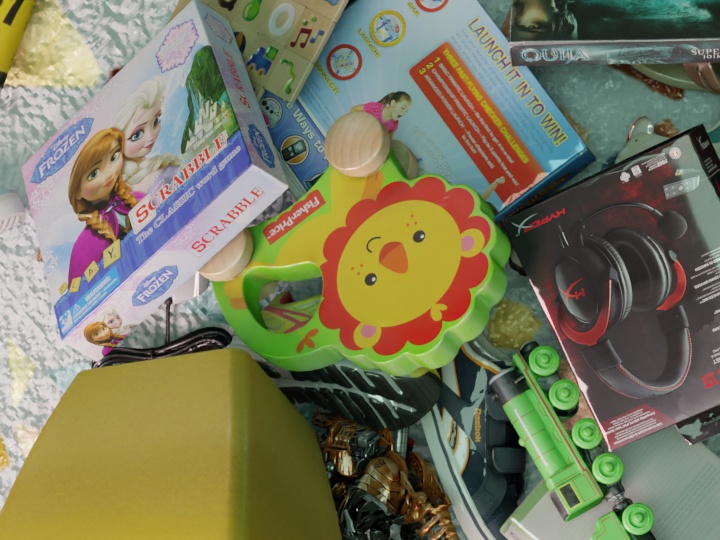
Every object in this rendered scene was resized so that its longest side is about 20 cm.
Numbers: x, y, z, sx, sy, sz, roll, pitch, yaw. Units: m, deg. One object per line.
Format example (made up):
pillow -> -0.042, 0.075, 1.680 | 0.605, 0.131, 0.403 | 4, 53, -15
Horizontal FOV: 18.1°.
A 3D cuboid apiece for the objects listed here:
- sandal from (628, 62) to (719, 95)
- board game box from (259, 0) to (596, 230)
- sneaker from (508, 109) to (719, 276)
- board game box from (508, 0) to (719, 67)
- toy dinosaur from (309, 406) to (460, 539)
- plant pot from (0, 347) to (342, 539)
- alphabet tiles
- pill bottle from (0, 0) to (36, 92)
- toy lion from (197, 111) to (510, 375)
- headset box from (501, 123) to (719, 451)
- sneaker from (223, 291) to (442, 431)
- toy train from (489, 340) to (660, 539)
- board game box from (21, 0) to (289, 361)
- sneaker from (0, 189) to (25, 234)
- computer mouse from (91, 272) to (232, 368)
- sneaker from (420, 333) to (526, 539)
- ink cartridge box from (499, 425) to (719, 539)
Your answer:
sandal -> 0.276, -0.156, 1.644 | 0.200, 0.057, 0.080 | 25, 93, 11
board game box -> 0.037, -0.104, 1.677 | 0.196, 0.056, 0.200 | -37, 77, 7
sneaker -> 0.197, -0.058, 1.655 | 0.199, 0.070, 0.094 | -18, 78, 9
board game box -> 0.210, -0.206, 1.637 | 0.199, 0.028, 0.136 | 0, 52, 10
toy dinosaur -> 0.012, 0.171, 1.637 | 0.102, 0.200, 0.136 | 14, 107, -17
plant pot -> -0.123, 0.167, 1.569 | 0.199, 0.200, 0.177 | -9, 56, 21
alphabet tiles -> -0.069, -0.211, 1.688 | 0.166, 0.006, 0.200 | 32, 95, 44
pill bottle -> -0.295, -0.240, 1.720 | 0.114, 0.114, 0.201 | 21, 92, 10
toy lion -> 0.000, 0.000, 1.580 | 0.200, 0.069, 0.192 | -36, 56, 9
headset box -> 0.210, 0.021, 1.569 | 0.148, 0.075, 0.200 | -24, 92, 19
sneaker -> -0.014, 0.053, 1.649 | 0.200, 0.078, 0.090 | 12, 57, 41
toy train -> 0.155, 0.142, 1.592 | 0.056, 0.042, 0.200 | -29, 73, -6
board game box -> -0.155, -0.069, 1.650 | 0.200, 0.041, 0.200 | -42, 41, 18
sneaker -> -0.360, -0.044, 1.747 | 0.199, 0.074, 0.082 | -16, 89, 8
computer mouse -> -0.151, -0.013, 1.724 | 0.109, 0.044, 0.201 | -1, 88, 11
sneaker -> 0.090, 0.113, 1.660 | 0.079, 0.078, 0.201 | -22, 83, 14
ink cartridge box -> 0.222, 0.197, 1.621 | 0.200, 0.048, 0.146 | 41, 69, 8
